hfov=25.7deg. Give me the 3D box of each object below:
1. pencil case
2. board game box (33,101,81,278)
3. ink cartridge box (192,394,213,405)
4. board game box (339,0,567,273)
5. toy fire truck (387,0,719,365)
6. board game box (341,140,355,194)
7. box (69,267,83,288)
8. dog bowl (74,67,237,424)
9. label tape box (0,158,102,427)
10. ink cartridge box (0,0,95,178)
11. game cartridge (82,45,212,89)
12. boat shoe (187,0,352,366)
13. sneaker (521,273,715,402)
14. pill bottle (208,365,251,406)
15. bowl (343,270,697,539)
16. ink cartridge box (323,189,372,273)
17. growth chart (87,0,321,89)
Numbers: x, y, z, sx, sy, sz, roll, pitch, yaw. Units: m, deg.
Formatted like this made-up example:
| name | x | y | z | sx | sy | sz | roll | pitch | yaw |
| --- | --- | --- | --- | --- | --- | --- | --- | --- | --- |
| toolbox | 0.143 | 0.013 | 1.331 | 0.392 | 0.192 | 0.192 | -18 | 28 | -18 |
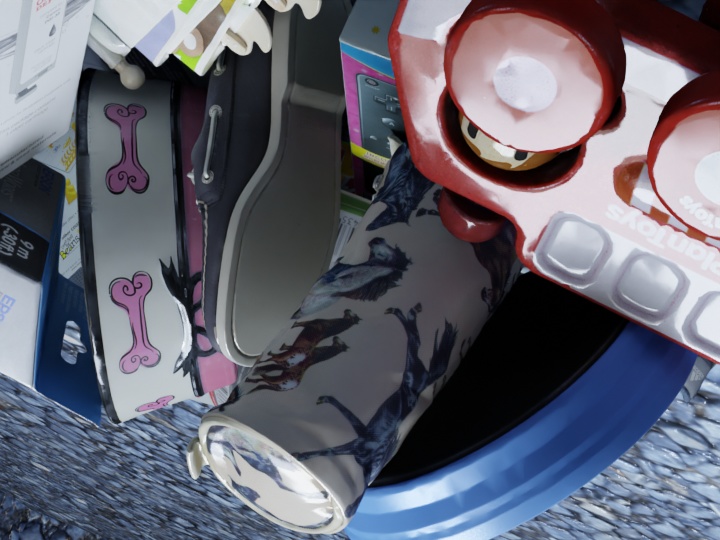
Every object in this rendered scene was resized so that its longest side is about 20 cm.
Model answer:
| name | x | y | z | sx | sy | sz | roll | pitch | yaw |
| --- | --- | --- | --- | --- | --- | --- | --- | --- | --- |
| pencil case | 0.004 | 0.026 | 0.728 | 0.089 | 0.200 | 0.078 | 17 | 149 | 36 |
| board game box | -0.243 | -0.089 | 0.980 | 0.103 | 0.105 | 0.200 | 12 | 135 | 36 |
| ink cartridge box | -0.094 | 0.061 | 1.322 | 0.200 | 0.083 | 0.146 | 11 | 157 | 36 |
| board game box | 0.069 | -0.070 | 0.798 | 0.147 | 0.064 | 0.200 | 21 | 160 | 10 |
| toy fire truck | 0.101 | -0.052 | 0.640 | 0.200 | 0.112 | 0.168 | 25 | 136 | 4 |
| board game box | -0.044 | -0.050 | 1.013 | 0.095 | 0.030 | 0.200 | 12 | 169 | -22 |
| box | -0.113 | 0.023 | 1.122 | 0.200 | 0.051 | 0.158 | 20 | -163 | -45 |
| dog bowl | -0.111 | -0.016 | 0.887 | 0.074 | 0.200 | 0.200 | -5 | 160 | -3 |
| label tape box | -0.209 | -0.018 | 0.851 | 0.200 | 0.063 | 0.144 | 30 | -160 | -18 |
| ink cartridge box | -0.205 | -0.153 | 0.756 | 0.146 | 0.083 | 0.200 | 40 | 143 | 10 |
| game cartridge | -0.126 | -0.151 | 0.875 | 0.133 | 0.041 | 0.200 | 20 | 161 | 26 |
| boat shoe | -0.052 | -0.052 | 0.797 | 0.063 | 0.200 | 0.073 | 5 | 172 | 39 |
| sneaker | 0.135 | 0.030 | 0.949 | 0.200 | 0.081 | 0.074 | 3 | 151 | 48 |
| pill bottle | -0.008 | 0.086 | 0.981 | 0.116 | 0.116 | 0.200 | 41 | 176 | -38 |
| bowl | 0.067 | 0.059 | 0.763 | 0.039 | 0.201 | 0.201 | 55 | 153 | -14 |
| ink cartridge box | 0.000 | 0.000 | 0.911 | 0.104 | 0.059 | 0.200 | 21 | 176 | 9 |
| growth chart | -0.099 | -0.155 | 0.746 | 0.145 | 0.018 | 0.200 | 50 | 141 | -14 |
